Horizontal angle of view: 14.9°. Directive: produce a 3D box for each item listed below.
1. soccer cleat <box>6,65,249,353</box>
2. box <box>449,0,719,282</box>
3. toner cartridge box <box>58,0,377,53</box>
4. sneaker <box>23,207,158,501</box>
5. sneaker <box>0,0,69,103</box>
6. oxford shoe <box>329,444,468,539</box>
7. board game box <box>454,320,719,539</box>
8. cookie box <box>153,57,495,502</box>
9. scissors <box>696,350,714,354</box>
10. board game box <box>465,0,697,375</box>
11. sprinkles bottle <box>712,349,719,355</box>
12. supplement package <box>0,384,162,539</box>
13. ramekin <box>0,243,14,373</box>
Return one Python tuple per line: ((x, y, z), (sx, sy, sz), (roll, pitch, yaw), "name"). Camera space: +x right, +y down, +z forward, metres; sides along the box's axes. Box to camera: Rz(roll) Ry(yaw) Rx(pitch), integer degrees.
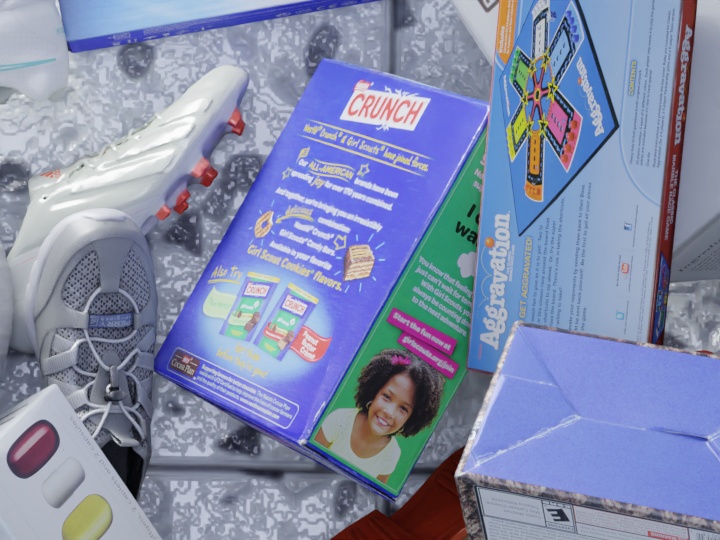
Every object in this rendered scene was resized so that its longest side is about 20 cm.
((-0.140, -0.043, 1.523), (0.077, 0.069, 0.200), (39, 88, 4), "soccer cleat")
((0.184, -0.130, 1.407), (0.200, 0.130, 0.199), (-41, 71, 27), "box")
((-0.075, -0.187, 1.548), (0.199, 0.043, 0.096), (-11, 87, -3), "toner cartridge box")
((-0.133, 0.066, 1.474), (0.074, 0.082, 0.201), (-7, 111, -26), "sneaker")
((-0.254, -0.102, 1.513), (0.199, 0.070, 0.081), (-18, 95, 7), "sneaker")
((0.065, 0.148, 1.525), (0.199, 0.071, 0.073), (-28, 121, -11), "oxford shoe")
((0.146, 0.135, 1.352), (0.159, 0.200, 0.097), (10, 53, 19), "board game box")
((0.000, 0.000, 1.470), (0.075, 0.171, 0.201), (33, 84, -34), "cookie box")
((0.130, 0.106, 1.497), (0.199, 0.014, 0.074), (-25, 117, -32), "scissors")
((0.108, -0.041, 1.369), (0.103, 0.019, 0.201), (10, 101, 30), "board game box")
((0.230, 0.137, 1.464), (0.068, 0.068, 0.201), (-32, 87, -5), "sprinkles bottle")
((-0.178, 0.192, 1.430), (0.155, 0.111, 0.200), (-30, 99, 28), "supplement package")
((-0.280, 0.020, 1.471), (0.199, 0.105, 0.201), (-1, 87, 14), "ramekin")
